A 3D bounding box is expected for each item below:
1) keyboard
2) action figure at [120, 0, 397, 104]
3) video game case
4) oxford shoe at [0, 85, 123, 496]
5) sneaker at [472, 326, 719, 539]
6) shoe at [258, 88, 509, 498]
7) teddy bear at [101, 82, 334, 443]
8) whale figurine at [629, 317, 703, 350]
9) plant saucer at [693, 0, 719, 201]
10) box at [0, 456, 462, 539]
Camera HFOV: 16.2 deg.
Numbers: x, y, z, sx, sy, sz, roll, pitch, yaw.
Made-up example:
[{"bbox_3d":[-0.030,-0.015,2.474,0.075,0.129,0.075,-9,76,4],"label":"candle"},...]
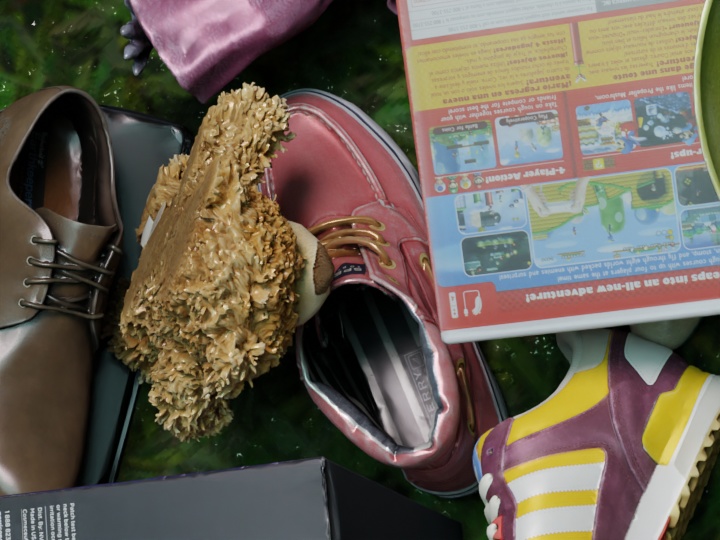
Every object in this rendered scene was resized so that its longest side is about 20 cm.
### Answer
[{"bbox_3d":[-0.146,0.020,1.160,0.103,0.040,0.201,14,81,-4],"label":"keyboard"},{"bbox_3d":[-0.008,-0.142,1.097,0.199,0.149,0.135,-20,87,9],"label":"action figure"},{"bbox_3d":[0.088,-0.079,0.988,0.142,0.017,0.202,-7,94,15],"label":"video game case"},{"bbox_3d":[-0.139,0.013,1.072,0.084,0.072,0.202,-30,57,52],"label":"oxford shoe"},{"bbox_3d":[0.075,0.113,1.023,0.090,0.075,0.201,24,62,15],"label":"sneaker"},{"bbox_3d":[0.000,0.000,1.079,0.071,0.091,0.201,-29,71,9],"label":"shoe"},{"bbox_3d":[-0.059,0.001,1.059,0.066,0.200,0.146,20,68,-14],"label":"teddy bear"},{"bbox_3d":[0.186,-0.043,1.040,0.200,0.104,0.160,-34,83,32],"label":"whale figurine"},{"bbox_3d":[0.220,-0.067,0.940,0.198,0.031,0.202,0,87,-2],"label":"plant saucer"},{"bbox_3d":[-0.047,0.131,1.007,0.140,0.200,0.080,-5,76,15],"label":"box"}]
